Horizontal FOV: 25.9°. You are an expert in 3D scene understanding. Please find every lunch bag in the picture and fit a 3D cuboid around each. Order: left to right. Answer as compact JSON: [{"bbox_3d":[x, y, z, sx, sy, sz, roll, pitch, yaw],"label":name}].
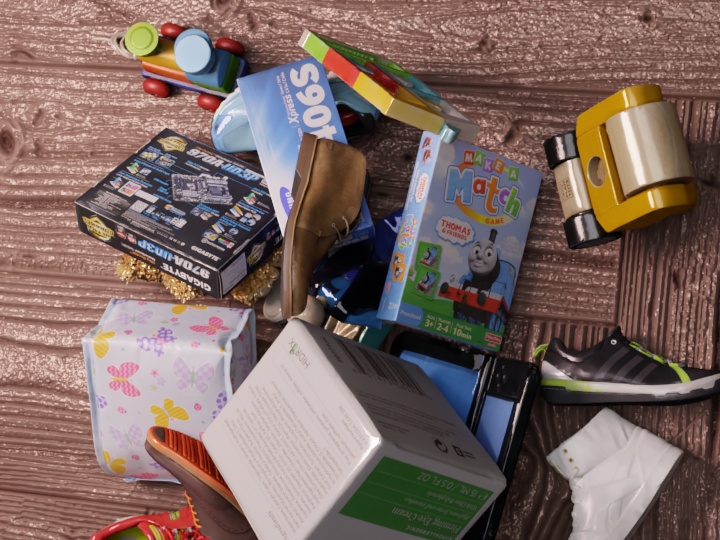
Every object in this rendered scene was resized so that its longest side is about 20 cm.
[{"bbox_3d":[-0.200,0.140,1.695,0.169,0.127,0.200,3,116,11],"label":"lunch bag"}]

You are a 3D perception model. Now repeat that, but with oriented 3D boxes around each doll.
[{"bbox_3d":[0.000,0.000,1.650,0.200,0.048,0.136,-39,68,-23],"label":"doll"}]

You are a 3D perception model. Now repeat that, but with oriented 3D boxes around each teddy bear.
[{"bbox_3d":[-0.171,-0.020,1.715,0.200,0.067,0.145,22,58,30],"label":"teddy bear"}]

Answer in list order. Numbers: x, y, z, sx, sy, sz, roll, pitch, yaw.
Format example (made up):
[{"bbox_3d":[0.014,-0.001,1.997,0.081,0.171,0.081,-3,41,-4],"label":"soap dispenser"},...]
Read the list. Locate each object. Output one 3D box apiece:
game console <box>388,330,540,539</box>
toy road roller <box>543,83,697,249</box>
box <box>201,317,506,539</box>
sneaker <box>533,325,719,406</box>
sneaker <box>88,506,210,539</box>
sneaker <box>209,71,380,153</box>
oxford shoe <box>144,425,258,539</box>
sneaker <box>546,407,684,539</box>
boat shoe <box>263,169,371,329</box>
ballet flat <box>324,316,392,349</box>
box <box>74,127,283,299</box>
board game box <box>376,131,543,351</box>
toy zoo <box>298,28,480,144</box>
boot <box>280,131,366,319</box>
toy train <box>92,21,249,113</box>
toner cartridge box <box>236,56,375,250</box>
[{"bbox_3d":[0.085,0.175,1.635,0.116,0.176,0.200,17,87,-14],"label":"game console"},{"bbox_3d":[0.290,-0.105,1.591,0.146,0.200,0.123,-9,79,-25],"label":"toy road roller"},{"bbox_3d":[-0.009,0.189,1.563,0.171,0.199,0.200,-52,45,15],"label":"box"},{"bbox_3d":[0.278,0.097,1.619,0.200,0.072,0.083,-2,81,13],"label":"sneaker"},{"bbox_3d":[-0.201,0.293,1.697,0.200,0.085,0.077,-14,80,11],"label":"sneaker"},{"bbox_3d":[-0.072,-0.165,1.716,0.200,0.078,0.090,-14,40,12],"label":"sneaker"},{"bbox_3d":[-0.157,0.239,1.628,0.200,0.071,0.073,42,101,-18],"label":"oxford shoe"},{"bbox_3d":[0.231,0.239,1.615,0.116,0.074,0.200,33,81,17],"label":"sneaker"},{"bbox_3d":[-0.037,-0.022,1.725,0.067,0.057,0.200,25,84,53],"label":"boat shoe"},{"bbox_3d":[-0.020,0.090,1.702,0.065,0.071,0.200,27,85,39],"label":"ballet flat"},{"bbox_3d":[-0.182,-0.066,1.693,0.200,0.046,0.159,24,48,24],"label":"box"},{"bbox_3d":[0.106,-0.029,1.643,0.037,0.151,0.200,7,82,53],"label":"board game box"},{"bbox_3d":[0.037,-0.184,1.612,0.200,0.131,0.020,43,112,43],"label":"toy zoo"},{"bbox_3d":[-0.039,-0.043,1.565,0.075,0.074,0.200,12,67,-5],"label":"boot"},{"bbox_3d":[-0.235,-0.248,1.764,0.200,0.116,0.085,17,86,15],"label":"toy train"},{"bbox_3d":[-0.057,-0.119,1.647,0.095,0.043,0.200,-18,76,-1],"label":"toner cartridge box"}]
